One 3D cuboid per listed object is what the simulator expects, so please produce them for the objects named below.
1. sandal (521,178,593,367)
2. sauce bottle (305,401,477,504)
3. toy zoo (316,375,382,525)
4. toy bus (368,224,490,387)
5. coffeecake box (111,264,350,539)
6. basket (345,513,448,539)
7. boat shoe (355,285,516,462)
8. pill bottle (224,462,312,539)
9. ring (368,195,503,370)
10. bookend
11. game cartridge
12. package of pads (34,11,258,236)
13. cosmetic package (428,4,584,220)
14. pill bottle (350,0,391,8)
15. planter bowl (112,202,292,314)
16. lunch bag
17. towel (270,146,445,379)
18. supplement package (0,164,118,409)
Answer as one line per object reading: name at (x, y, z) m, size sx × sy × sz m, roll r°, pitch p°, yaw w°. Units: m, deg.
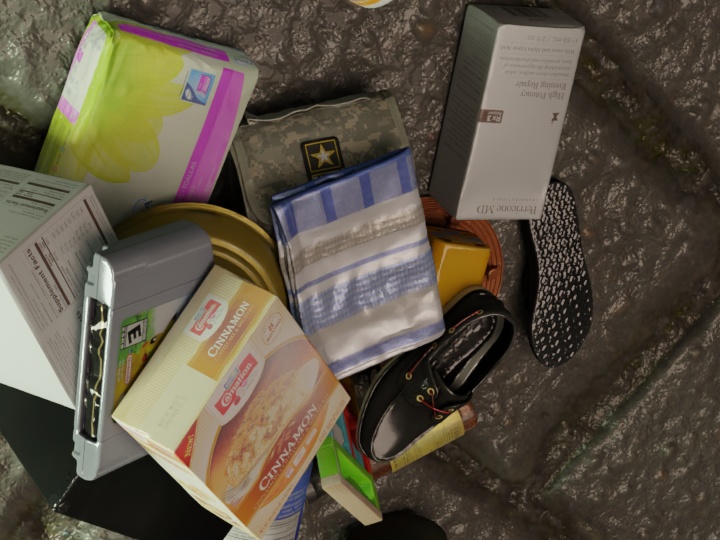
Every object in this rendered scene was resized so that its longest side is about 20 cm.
sandal at (0.200, 0.000, 1.820) m, size 0.075 × 0.048 × 0.202 m, roll -10°, pitch 107°, yaw -19°
sauce bottle at (0.023, 0.179, 1.810) m, size 0.199 × 0.066 × 0.066 m, roll -27°, pitch 124°, yaw -13°
toy zoo at (-0.026, 0.135, 1.697) m, size 0.020 × 0.201 × 0.131 m, roll -18°, pitch 152°, yaw 11°
toy bus at (0.067, 0.057, 1.729) m, size 0.065 × 0.078 × 0.202 m, roll 8°, pitch 107°, yaw -23°
coffeecake box at (-0.104, 0.115, 1.477) m, size 0.154 × 0.073 × 0.200 m, roll -56°, pitch 149°, yaw -15°
basket at (0.042, 0.378, 1.887) m, size 0.179 × 0.136 × 0.202 m, roll -15°, pitch 117°, yaw -20°
boat shoe at (0.070, 0.106, 1.672) m, size 0.074 × 0.063 × 0.202 m, roll 37°, pitch 96°, yaw -28°
pill bottle at (-0.111, 0.227, 1.733) m, size 0.111 × 0.112 × 0.202 m, roll 0°, pitch 116°, yaw -26°
ring at (0.058, 0.019, 1.772) m, size 0.199 × 0.019 × 0.202 m, roll -12°, pitch 120°, yaw -21°
bookend at (-0.228, 0.153, 1.616) m, size 0.198 × 0.200 × 0.092 m, roll 29°, pitch 101°, yaw -46°
game cartridge at (-0.175, 0.064, 1.437) m, size 0.133 × 0.040 × 0.202 m, roll -27°, pitch 131°, yaw -52°
package of pads at (-0.198, -0.116, 1.546) m, size 0.154 × 0.068 × 0.201 m, roll 12°, pitch 109°, yaw -31°
cosmetic package at (0.140, -0.152, 1.689) m, size 0.101 × 0.074 × 0.202 m, roll -1°, pitch 115°, yaw -25°
pill bottle at (-0.041, -0.317, 1.491) m, size 0.199 × 0.112 × 0.112 m, roll 27°, pitch 102°, yaw -34°
planter bowl at (-0.153, 0.048, 1.546) m, size 0.198 × 0.084 × 0.202 m, roll -4°, pitch 120°, yaw -7°
lunch bag at (-0.034, -0.061, 1.625) m, size 0.163 × 0.118 × 0.202 m, roll -13°, pitch 116°, yaw -11°
towel at (0.000, 0.000, 1.582) m, size 0.146 × 0.024 × 0.201 m, roll -21°, pitch 120°, yaw -16°
supplement package at (-0.294, 0.006, 1.467) m, size 0.111 × 0.199 × 0.157 m, roll -45°, pitch 130°, yaw -30°
